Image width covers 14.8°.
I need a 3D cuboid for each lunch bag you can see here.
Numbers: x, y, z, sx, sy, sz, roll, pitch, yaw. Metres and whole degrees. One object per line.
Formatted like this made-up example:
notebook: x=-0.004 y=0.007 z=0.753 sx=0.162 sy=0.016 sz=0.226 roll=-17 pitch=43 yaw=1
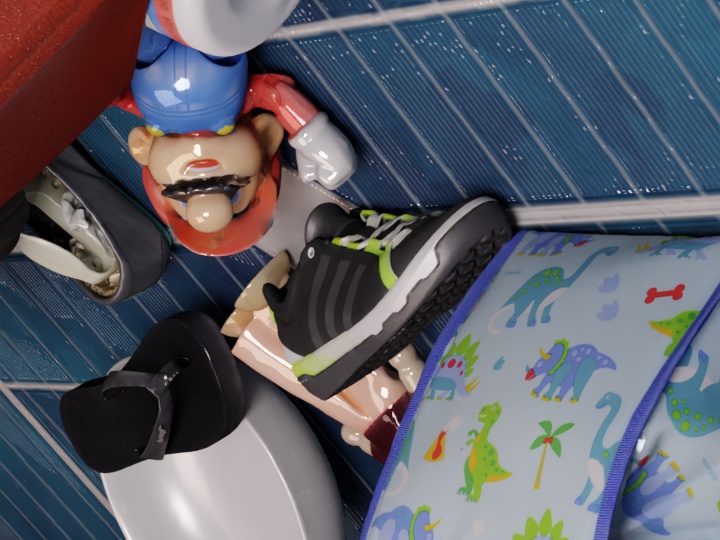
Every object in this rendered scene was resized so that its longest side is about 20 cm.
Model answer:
lunch bag: x=0.103 y=0.086 z=1.262 sx=0.170 sy=0.200 sz=0.127 roll=-1 pitch=133 yaw=52

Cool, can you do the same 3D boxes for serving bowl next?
serving bowl: x=-0.075 y=0.129 z=1.684 sx=0.200 sy=0.066 sz=0.200 roll=30 pitch=135 yaw=36

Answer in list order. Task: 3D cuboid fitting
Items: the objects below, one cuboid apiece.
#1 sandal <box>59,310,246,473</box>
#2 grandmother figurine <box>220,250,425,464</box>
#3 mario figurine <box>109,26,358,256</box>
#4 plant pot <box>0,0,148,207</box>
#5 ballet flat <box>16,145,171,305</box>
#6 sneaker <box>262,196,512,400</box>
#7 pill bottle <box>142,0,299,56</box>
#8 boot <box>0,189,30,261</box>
sandal: x=-0.126 y=0.082 z=1.624 sx=0.076 sy=0.043 sz=0.200 roll=60 pitch=144 yaw=3
grandmother figurine: x=0.014 y=0.078 z=1.528 sx=0.200 sy=0.061 sz=0.121 roll=40 pitch=163 yaw=4
mario figurine: x=-0.077 y=-0.072 z=1.352 sx=0.123 sy=0.106 sz=0.200 roll=25 pitch=149 yaw=26
plant pot: x=-0.219 y=-0.095 z=1.147 sx=0.200 sy=0.176 sz=0.200 roll=33 pitch=164 yaw=1
ballet flat: x=-0.192 y=-0.054 z=1.568 sx=0.200 sy=0.073 sz=0.073 roll=44 pitch=154 yaw=-10
sneaker: x=0.000 y=0.000 z=1.398 sx=0.083 sy=0.072 sz=0.200 roll=56 pitch=143 yaw=6
pill bottle: x=-0.119 y=-0.180 z=1.223 sx=0.200 sy=0.112 sz=0.112 roll=26 pitch=151 yaw=23
boot: x=-0.282 y=-0.037 z=1.549 sx=0.211 sy=0.079 sz=0.158 roll=49 pitch=139 yaw=15
